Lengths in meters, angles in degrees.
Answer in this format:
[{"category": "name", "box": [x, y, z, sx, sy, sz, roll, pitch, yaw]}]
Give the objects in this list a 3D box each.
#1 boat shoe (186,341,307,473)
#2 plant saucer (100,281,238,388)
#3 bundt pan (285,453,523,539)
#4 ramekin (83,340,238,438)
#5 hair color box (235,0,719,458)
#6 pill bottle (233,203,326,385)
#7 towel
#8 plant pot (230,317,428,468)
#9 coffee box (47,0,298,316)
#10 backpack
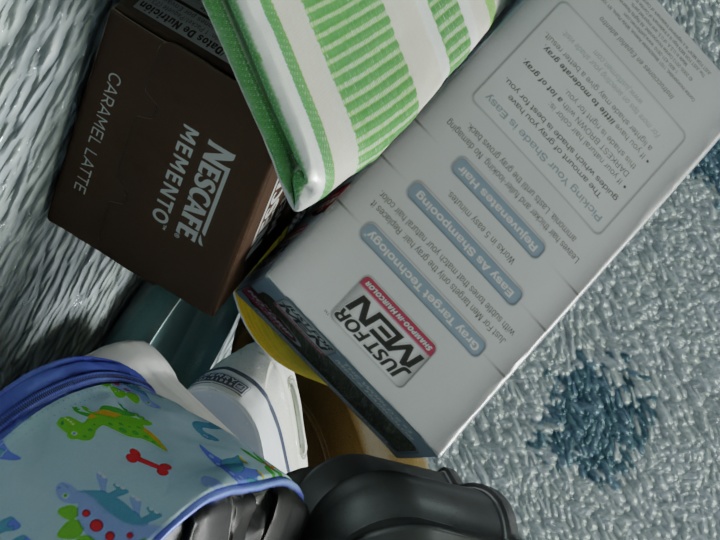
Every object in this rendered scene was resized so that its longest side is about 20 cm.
[{"category": "boat shoe", "box": [-0.048, 0.126, 0.979, 0.086, 0.074, 0.204, -44, 134, -49]}, {"category": "plant saucer", "box": [-0.114, 0.054, 0.989, 0.201, 0.027, 0.200, -59, 173, -12]}, {"category": "bundt pan", "box": [-0.018, 0.165, 0.732, 0.201, 0.075, 0.204, -37, -140, 39]}, {"category": "ramekin", "box": [-0.124, 0.141, 0.845, 0.201, 0.097, 0.201, -48, 164, -19]}, {"category": "hair color box", "box": [0.054, -0.030, 0.746, 0.200, 0.099, 0.061, -47, -172, -16]}, {"category": "pill bottle", "box": [0.000, 0.000, 0.868, 0.113, 0.111, 0.200, -59, -166, -7]}, {"category": "towel", "box": [-0.002, -0.132, 0.659, 0.200, 0.023, 0.154, -53, 126, -48]}, {"category": "plant pot", "box": [-0.025, 0.098, 1.038, 0.027, 0.201, 0.201, -18, 151, -28]}, {"category": "coffee box", "box": [-0.032, -0.091, 0.743, 0.200, 0.079, 0.115, -53, 171, -45]}, {"category": "backpack", "box": [-0.126, 0.127, 0.658, 0.201, 0.146, 0.183, -56, 164, 6]}]
